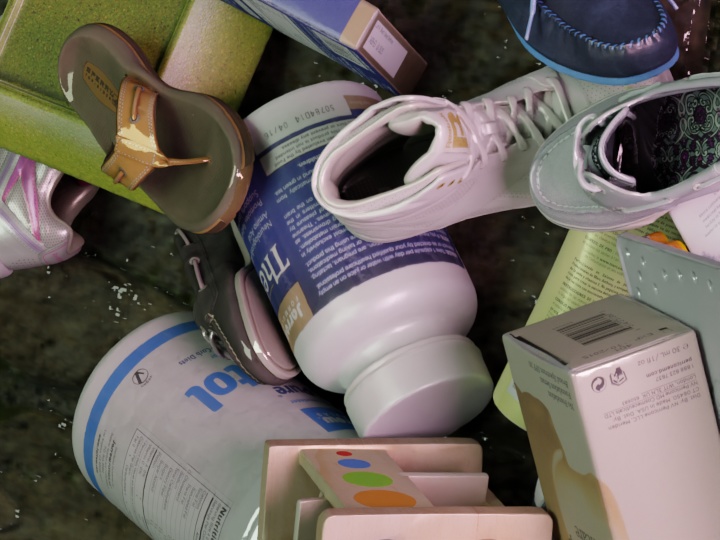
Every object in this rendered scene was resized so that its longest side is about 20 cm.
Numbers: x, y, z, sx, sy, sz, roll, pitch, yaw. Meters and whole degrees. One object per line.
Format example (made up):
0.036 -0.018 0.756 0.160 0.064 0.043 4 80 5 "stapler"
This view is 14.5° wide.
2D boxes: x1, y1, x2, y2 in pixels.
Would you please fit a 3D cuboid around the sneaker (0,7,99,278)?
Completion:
-0.209 -0.087 1.880 0.088 0.081 0.201 2 76 13 "sneaker"

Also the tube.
0.136 -0.001 1.538 0.052 0.058 0.200 46 122 38 "tube"

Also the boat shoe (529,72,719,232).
0.143 -0.064 1.404 0.201 0.071 0.070 -16 78 49 "boat shoe"

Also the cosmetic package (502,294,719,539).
0.142 0.123 1.443 0.105 0.071 0.201 -152 46 -71 "cosmetic package"

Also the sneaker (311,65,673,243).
0.071 -0.068 1.511 0.199 0.116 0.074 -23 81 9 "sneaker"

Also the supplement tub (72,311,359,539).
-0.068 0.123 1.686 0.200 0.132 0.132 34 113 40 "supplement tub"

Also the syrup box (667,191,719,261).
0.233 0.007 1.417 0.079 0.081 0.200 -46 56 35 "syrup box"

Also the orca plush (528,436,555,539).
0.139 0.116 1.544 0.105 0.071 0.201 8 110 1 "orca plush"

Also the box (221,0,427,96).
-0.063 -0.168 1.649 0.200 0.121 0.032 28 88 18 "box"

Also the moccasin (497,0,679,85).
0.101 -0.167 1.530 0.200 0.080 0.068 45 153 47 "moccasin"

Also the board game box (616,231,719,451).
0.195 0.084 1.388 0.200 0.026 0.201 -156 48 -72 "board game box"

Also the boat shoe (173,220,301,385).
-0.075 0.018 1.697 0.057 0.067 0.200 -37 30 15 "boat shoe"

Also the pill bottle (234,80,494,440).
0.000 0.000 1.633 0.111 0.111 0.200 -44 59 35 "pill bottle"

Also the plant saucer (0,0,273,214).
-0.153 -0.156 1.780 0.200 0.048 0.200 22 87 33 "plant saucer"

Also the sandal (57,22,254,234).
-0.132 -0.083 1.664 0.200 0.054 0.081 41 123 40 "sandal"

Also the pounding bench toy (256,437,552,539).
0.018 0.207 1.523 0.156 0.124 0.201 -136 49 -70 "pounding bench toy"
